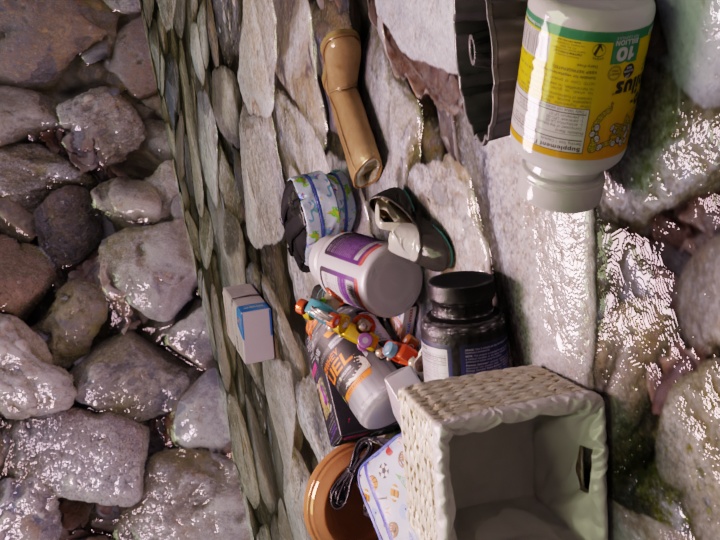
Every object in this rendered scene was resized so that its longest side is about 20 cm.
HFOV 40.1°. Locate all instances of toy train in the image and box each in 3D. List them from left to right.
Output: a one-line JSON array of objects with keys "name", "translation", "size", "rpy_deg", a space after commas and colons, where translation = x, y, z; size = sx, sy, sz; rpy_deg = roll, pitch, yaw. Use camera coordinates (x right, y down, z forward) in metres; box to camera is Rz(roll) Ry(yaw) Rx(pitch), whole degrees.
[{"name": "toy train", "translation": [0.004, 0.081, 1.447], "size": [0.056, 0.199, 0.150], "rpy_deg": [-63, 23, -10]}]

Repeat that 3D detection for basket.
[{"name": "basket", "translation": [0.158, 0.223, 1.118], "size": [0.161, 0.198, 0.200], "rpy_deg": [-139, 43, -71]}]

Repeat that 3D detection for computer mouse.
[{"name": "computer mouse", "translation": [0.061, 0.359, 1.617], "size": [0.141, 0.199, 0.046], "rpy_deg": [-66, -18, -10]}]

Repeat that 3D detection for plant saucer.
[{"name": "plant saucer", "translation": [-0.003, 0.392, 1.681], "size": [0.037, 0.199, 0.202], "rpy_deg": [8, 107, 57]}]

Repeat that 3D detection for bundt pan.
[{"name": "bundt pan", "translation": [0.152, -0.236, 1.036], "size": [0.202, 0.075, 0.204], "rpy_deg": [172, 90, -86]}]

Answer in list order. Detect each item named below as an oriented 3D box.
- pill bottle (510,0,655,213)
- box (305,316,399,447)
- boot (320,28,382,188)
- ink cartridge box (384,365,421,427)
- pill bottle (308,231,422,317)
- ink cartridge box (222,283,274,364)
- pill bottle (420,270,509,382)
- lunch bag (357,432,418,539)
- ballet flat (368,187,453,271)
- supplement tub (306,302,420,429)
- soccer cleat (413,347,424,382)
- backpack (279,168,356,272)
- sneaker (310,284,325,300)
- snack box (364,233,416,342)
[{"name": "pill bottle", "translation": [0.200, -0.160, 0.917], "size": [0.113, 0.112, 0.201], "rpy_deg": [-124, 31, -51]}, {"name": "box", "translation": [-0.011, 0.188, 1.707], "size": [0.106, 0.121, 0.201], "rpy_deg": [121, 136, -67]}, {"name": "boot", "translation": [-0.008, -0.259, 1.577], "size": [0.175, 0.066, 0.201], "rpy_deg": [94, 161, -69]}, {"name": "ink cartridge box", "translation": [0.105, 0.249, 1.390], "size": [0.163, 0.057, 0.201], "rpy_deg": [77, 167, -63]}, {"name": "pill bottle", "translation": [0.000, 0.000, 1.549], "size": [0.200, 0.111, 0.112], "rpy_deg": [20, 119, 57]}, {"name": "ink cartridge box", "translation": [-0.295, 0.136, 2.591], "size": [0.200, 0.084, 0.147], "rpy_deg": [-136, 40, -62]}, {"name": "pill bottle", "translation": [0.134, 0.108, 1.254], "size": [0.112, 0.111, 0.202], "rpy_deg": [-150, 53, -67]}, {"name": "lunch bag", "translation": [0.078, 0.362, 1.512], "size": [0.160, 0.075, 0.201], "rpy_deg": [-43, 54, 32]}, {"name": "ballet flat", "translation": [0.064, -0.056, 1.443], "size": [0.200, 0.068, 0.068], "rpy_deg": [-126, 36, -52]}, {"name": "supplement tub", "translation": [0.002, 0.143, 1.586], "size": [0.200, 0.122, 0.123], "rpy_deg": [52, 149, 29]}, {"name": "soccer cleat", "translation": [0.108, 0.145, 1.403], "size": [0.201, 0.077, 0.070], "rpy_deg": [101, 153, -47]}, {"name": "backpack", "translation": [-0.081, -0.103, 1.773], "size": [0.200, 0.153, 0.164], "rpy_deg": [66, -170, -73]}, {"name": "sneaker", "translation": [-0.032, 0.035, 1.804], "size": [0.200, 0.075, 0.080], "rpy_deg": [11, 96, 64]}, {"name": "snack box", "translation": [0.041, 0.026, 1.625], "size": [0.200, 0.024, 0.072], "rpy_deg": [-120, 30, -47]}]
